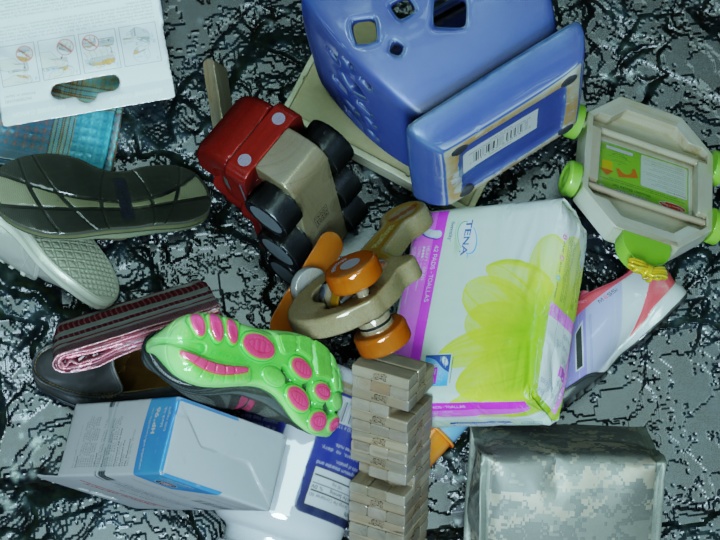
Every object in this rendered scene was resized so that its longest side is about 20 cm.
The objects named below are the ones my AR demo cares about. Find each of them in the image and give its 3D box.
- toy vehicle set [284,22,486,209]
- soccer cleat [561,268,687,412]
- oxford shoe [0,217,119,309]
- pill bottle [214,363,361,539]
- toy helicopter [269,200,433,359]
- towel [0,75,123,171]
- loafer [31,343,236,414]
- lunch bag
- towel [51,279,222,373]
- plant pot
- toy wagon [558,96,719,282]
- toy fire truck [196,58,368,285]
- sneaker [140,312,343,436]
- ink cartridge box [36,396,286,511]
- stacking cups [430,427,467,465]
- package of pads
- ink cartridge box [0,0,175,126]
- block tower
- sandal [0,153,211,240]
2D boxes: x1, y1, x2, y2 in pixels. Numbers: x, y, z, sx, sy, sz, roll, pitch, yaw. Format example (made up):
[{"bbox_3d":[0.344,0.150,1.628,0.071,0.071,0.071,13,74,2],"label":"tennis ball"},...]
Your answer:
[{"bbox_3d":[0.040,-0.148,1.762,0.199,0.027,0.125,29,80,2],"label":"toy vehicle set"},{"bbox_3d":[0.202,0.062,1.714,0.200,0.068,0.073,-40,84,-13],"label":"soccer cleat"},{"bbox_3d":[-0.302,-0.028,1.711,0.200,0.075,0.058,36,119,-4],"label":"oxford shoe"},{"bbox_3d":[-0.061,0.178,1.651,0.119,0.120,0.201,19,79,0],"label":"pill bottle"},{"bbox_3d":[0.000,0.000,1.632,0.200,0.132,0.079,-50,122,-48],"label":"toy helicopter"},{"bbox_3d":[-0.285,-0.184,1.755,0.146,0.022,0.201,9,79,-2],"label":"towel"},{"bbox_3d":[-0.201,0.083,1.663,0.199,0.072,0.073,0,67,18],"label":"loafer"},{"bbox_3d":[0.172,0.239,1.650,0.163,0.118,0.201,2,103,-3],"label":"lunch bag"},{"bbox_3d":[-0.192,0.047,1.631,0.143,0.200,0.023,-16,98,-6],"label":"towel"},{"bbox_3d":[0.082,-0.181,1.645,0.200,0.200,0.180,-32,74,-6],"label":"plant pot"},{"bbox_3d":[0.251,-0.067,1.707,0.154,0.040,0.201,17,53,-11],"label":"toy wagon"},{"bbox_3d":[-0.095,-0.107,1.684,0.200,0.176,0.129,33,74,19],"label":"toy fire truck"},{"bbox_3d":[-0.092,0.081,1.544,0.200,0.084,0.077,28,68,-37],"label":"sneaker"},{"bbox_3d":[-0.170,0.155,1.601,0.116,0.200,0.068,24,70,-35],"label":"ink cartridge box"},{"bbox_3d":[0.075,0.123,1.705,0.060,0.061,0.200,43,85,5],"label":"stacking cups"},{"bbox_3d":[0.111,0.037,1.657,0.154,0.068,0.201,-4,60,29],"label":"package of pads"},{"bbox_3d":[-0.262,-0.237,1.739,0.162,0.057,0.201,-10,86,-5],"label":"ink cartridge box"},{"bbox_3d":[0.025,0.163,1.616,0.058,0.054,0.201,15,119,22],"label":"block tower"},{"bbox_3d":[-0.232,-0.055,1.707,0.200,0.057,0.080,3,65,-25],"label":"sandal"}]
